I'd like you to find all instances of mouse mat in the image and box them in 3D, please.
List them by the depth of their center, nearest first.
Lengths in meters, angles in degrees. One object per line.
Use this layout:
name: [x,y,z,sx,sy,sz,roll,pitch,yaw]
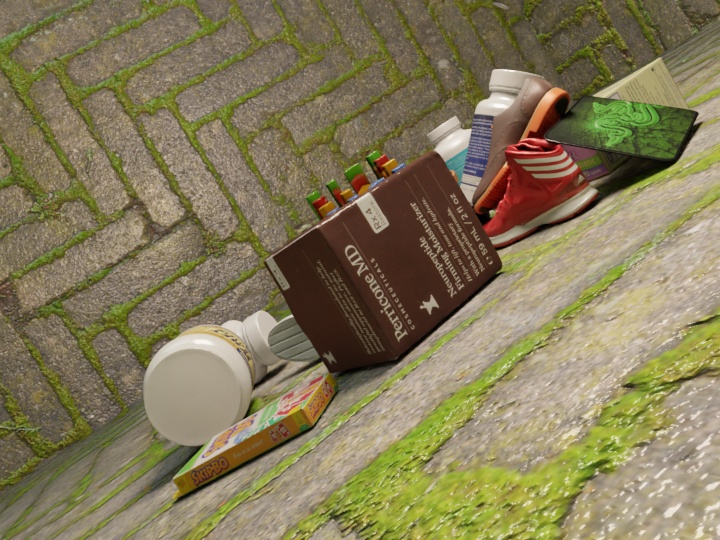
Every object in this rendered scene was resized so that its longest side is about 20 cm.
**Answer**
mouse mat: [0.340,-0.189,0.873,0.159,0.008,0.200,16,35,27]

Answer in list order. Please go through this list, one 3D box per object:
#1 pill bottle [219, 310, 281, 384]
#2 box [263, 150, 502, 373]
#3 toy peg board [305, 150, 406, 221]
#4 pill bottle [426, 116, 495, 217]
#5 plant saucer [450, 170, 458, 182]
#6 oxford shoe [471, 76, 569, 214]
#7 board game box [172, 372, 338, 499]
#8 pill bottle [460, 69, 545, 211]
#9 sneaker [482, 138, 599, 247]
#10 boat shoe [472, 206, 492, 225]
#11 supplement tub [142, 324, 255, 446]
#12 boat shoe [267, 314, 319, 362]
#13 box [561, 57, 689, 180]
pill bottle: [-0.229,0.157,1.166,0.198,0.121,0.120,-31,4,13]
box: [0.026,-0.007,0.807,0.199,0.167,0.164,-36,6,-32]
toy peg board: [0.001,-0.124,1.143,0.199,0.099,0.199,-35,10,-6]
pill bottle: [0.210,-0.197,1.325,0.110,0.202,0.111,-31,5,3]
plant saucer: [0.084,-0.098,1.145,0.199,0.032,0.201,-35,12,8]
oxford shoe: [0.210,-0.174,0.953,0.071,0.072,0.201,7,-59,-55]
board game box: [-0.119,0.181,0.737,0.199,0.030,0.096,-34,3,19]
pill bottle: [0.221,-0.194,1.027,0.109,0.204,0.111,9,11,-2]
sneaker: [0.216,-0.111,0.905,0.078,0.116,0.199,-35,5,-36]
boat shoe: [0.181,-0.070,1.093,0.060,0.077,0.199,13,18,26]
supplement tub: [-0.220,0.156,0.937,0.143,0.146,0.200,-33,5,-5]
boat shoe: [-0.043,0.086,1.001,0.197,0.075,0.067,-16,1,27]
box: [0.377,-0.220,1.072,0.199,0.098,0.176,-34,5,-21]
